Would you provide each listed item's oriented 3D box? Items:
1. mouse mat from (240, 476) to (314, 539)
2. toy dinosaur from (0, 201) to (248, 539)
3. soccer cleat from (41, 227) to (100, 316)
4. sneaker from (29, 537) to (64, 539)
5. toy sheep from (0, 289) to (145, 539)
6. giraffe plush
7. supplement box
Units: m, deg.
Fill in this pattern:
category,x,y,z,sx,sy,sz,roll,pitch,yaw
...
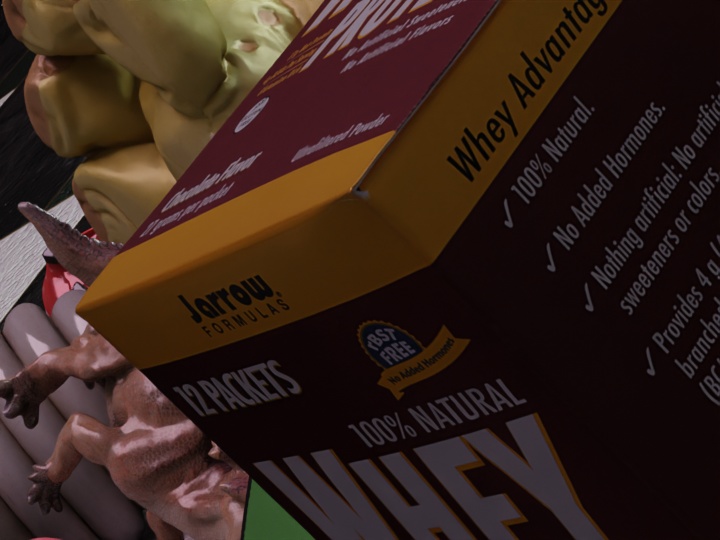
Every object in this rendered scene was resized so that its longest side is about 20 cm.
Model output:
category,x,y,z,sx,sy,sz,roll,pitch,yaw
mouse mat,-0.005,0.067,0.687,0.161,0.007,0.201,-143,59,-64
toy dinosaur,-0.067,0.047,0.918,0.135,0.086,0.201,-34,64,27
soccer cleat,-0.069,-0.020,1.161,0.199,0.085,0.069,-32,57,-1
sneaker,-0.188,0.192,0.978,0.200,0.074,0.087,-38,18,23
toy sheep,-0.148,0.081,1.059,0.200,0.138,0.138,-43,15,-6
giraffe plush,-0.045,-0.103,1.071,0.199,0.173,0.162,21,44,40
supplement box,0.082,-0.004,0.545,0.198,0.200,0.133,-53,17,-28
